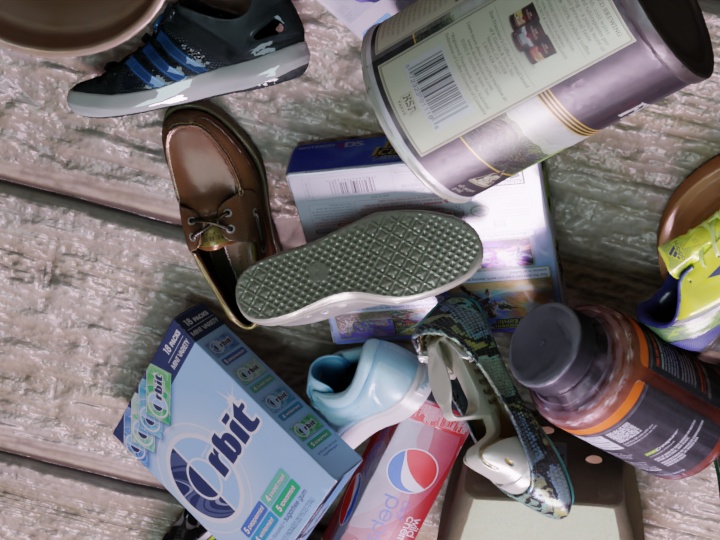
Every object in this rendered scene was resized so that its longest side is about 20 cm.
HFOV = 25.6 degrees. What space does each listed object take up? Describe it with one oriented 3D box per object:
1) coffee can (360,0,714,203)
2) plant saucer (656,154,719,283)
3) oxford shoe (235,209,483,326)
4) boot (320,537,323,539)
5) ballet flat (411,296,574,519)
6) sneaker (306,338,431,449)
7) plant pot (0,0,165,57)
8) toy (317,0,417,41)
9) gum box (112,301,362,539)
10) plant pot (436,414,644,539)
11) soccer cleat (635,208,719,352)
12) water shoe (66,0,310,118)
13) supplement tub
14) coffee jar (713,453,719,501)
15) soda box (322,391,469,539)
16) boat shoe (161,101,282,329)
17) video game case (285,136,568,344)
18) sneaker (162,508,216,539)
[{"bbox_3d":[0.122,-0.154,1.101,0.200,0.146,0.146,-27,120,28],"label":"coffee can"},{"bbox_3d":[0.336,-0.015,1.254,0.200,0.032,0.200,5,129,6],"label":"plant saucer"},{"bbox_3d":[0.000,0.000,1.251,0.200,0.075,0.058,-15,168,11],"label":"oxford shoe"},{"bbox_3d":[-0.058,0.280,1.494,0.200,0.072,0.144,-1,141,-41],"label":"boot"},{"bbox_3d":[0.099,0.120,1.268,0.074,0.074,0.200,-31,86,29],"label":"ballet flat"},{"bbox_3d":[-0.018,0.104,1.370,0.082,0.074,0.200,34,140,-16],"label":"sneaker"},{"bbox_3d":[-0.217,-0.258,1.107,0.201,0.093,0.201,4,130,5],"label":"plant pot"},{"bbox_3d":[-0.020,-0.237,1.120,0.200,0.047,0.115,41,126,-22],"label":"toy"},{"bbox_3d":[-0.113,0.154,1.397,0.200,0.045,0.170,42,132,12],"label":"gum box"},{"bbox_3d":[0.160,0.236,1.395,0.200,0.200,0.177,4,117,7],"label":"plant pot"},{"bbox_3d":[0.273,-0.016,1.202,0.084,0.065,0.200,19,130,-3],"label":"soccer cleat"},{"bbox_3d":[-0.134,-0.167,1.198,0.200,0.072,0.079,-9,99,18],"label":"water shoe"},{"bbox_3d":[0.208,0.092,1.280,0.107,0.107,0.200,-33,137,30],"label":"supplement tub"},{"bbox_3d":[0.342,0.174,1.298,0.085,0.200,0.104,25,132,-25],"label":"coffee jar"},{"bbox_3d":[0.033,0.185,1.407,0.063,0.070,0.200,22,111,-10],"label":"soda box"},{"bbox_3d":[-0.108,-0.042,1.281,0.072,0.068,0.200,-11,125,19],"label":"boat shoe"},{"bbox_3d":[0.058,-0.027,1.280,0.200,0.045,0.181,-4,128,13],"label":"video game case"},{"bbox_3d":[-0.134,0.257,1.540,0.081,0.074,0.200,17,134,-22],"label":"sneaker"}]
